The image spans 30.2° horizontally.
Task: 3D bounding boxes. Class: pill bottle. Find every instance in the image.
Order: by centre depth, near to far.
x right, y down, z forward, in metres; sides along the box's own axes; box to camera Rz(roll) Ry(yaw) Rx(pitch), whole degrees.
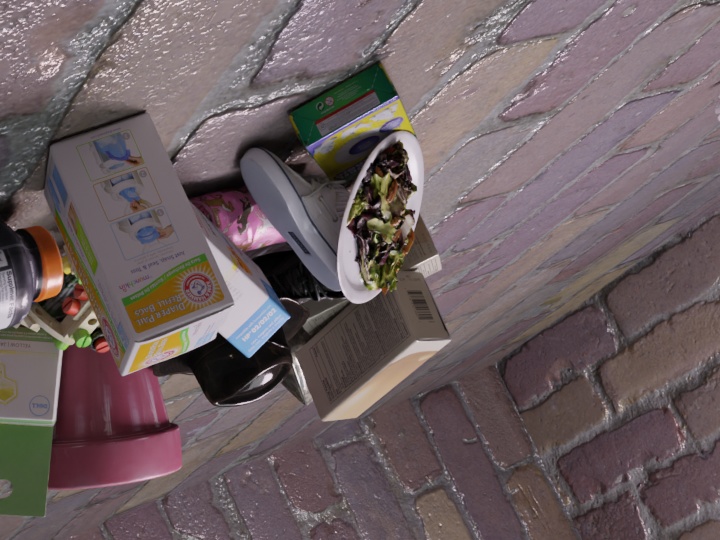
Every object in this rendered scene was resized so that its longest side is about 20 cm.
[{"bbox_3d":[-0.379,0.013,1.243,0.198,0.107,0.106,-17,164,-39],"label":"pill bottle"}]

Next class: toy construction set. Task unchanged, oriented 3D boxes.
[{"bbox_3d":[-0.303,0.021,1.432,0.199,0.093,0.130,-33,145,29],"label":"toy construction set"}]

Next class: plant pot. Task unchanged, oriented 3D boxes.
[{"bbox_3d":[-0.316,0.156,1.589,0.196,0.182,0.200,-4,179,0],"label":"plant pot"}]

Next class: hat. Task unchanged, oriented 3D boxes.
[{"bbox_3d":[-0.140,0.111,1.561,0.198,0.082,0.201,-20,161,-7],"label":"hat"}]

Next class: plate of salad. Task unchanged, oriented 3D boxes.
[{"bbox_3d":[0.032,-0.057,1.504,0.200,0.048,0.202,-45,145,-44],"label":"plate of salad"}]

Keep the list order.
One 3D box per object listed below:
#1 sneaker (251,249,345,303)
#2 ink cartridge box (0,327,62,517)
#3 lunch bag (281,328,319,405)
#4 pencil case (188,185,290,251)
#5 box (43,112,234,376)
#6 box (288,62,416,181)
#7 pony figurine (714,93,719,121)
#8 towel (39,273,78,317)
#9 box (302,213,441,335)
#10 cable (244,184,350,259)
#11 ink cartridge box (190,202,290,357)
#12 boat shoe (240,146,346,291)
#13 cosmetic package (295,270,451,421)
[{"bbox_3d":[-0.074,0.009,1.597,0.197,0.077,0.114,-18,-176,-9],"label":"sneaker"},{"bbox_3d":[-0.409,0.163,1.469,0.143,0.203,0.048,5,163,-10],"label":"ink cartridge box"},{"bbox_3d":[-0.071,0.067,1.872,0.167,0.199,0.140,-36,133,-17],"label":"lunch bag"},{"bbox_3d":[-0.124,-0.058,1.550,0.082,0.088,0.198,12,-162,41],"label":"pencil case"},{"bbox_3d":[-0.208,-0.022,1.236,0.100,0.202,0.113,-21,167,-23],"label":"box"},{"bbox_3d":[-0.003,-0.156,1.487,0.116,0.049,0.200,-29,169,4],"label":"box"},{"bbox_3d":[0.699,-0.290,2.239,0.195,0.165,0.200,-58,166,-8],"label":"pony figurine"},{"bbox_3d":[-0.286,0.003,1.572,0.148,0.031,0.199,-13,161,-47],"label":"towel"},{"bbox_3d":[0.000,0.000,1.715,0.198,0.079,0.095,-26,167,-1],"label":"box"},{"bbox_3d":[-0.088,-0.036,1.739,0.198,0.070,0.200,-23,167,-16],"label":"cable"},{"bbox_3d":[-0.171,-0.012,1.394,0.068,0.115,0.200,-43,127,3],"label":"ink cartridge box"},{"bbox_3d":[-0.053,-0.076,1.494,0.086,0.203,0.074,-50,-150,-22],"label":"boat shoe"},{"bbox_3d":[0.013,0.097,1.691,0.070,0.106,0.200,2,147,-45],"label":"cosmetic package"}]
